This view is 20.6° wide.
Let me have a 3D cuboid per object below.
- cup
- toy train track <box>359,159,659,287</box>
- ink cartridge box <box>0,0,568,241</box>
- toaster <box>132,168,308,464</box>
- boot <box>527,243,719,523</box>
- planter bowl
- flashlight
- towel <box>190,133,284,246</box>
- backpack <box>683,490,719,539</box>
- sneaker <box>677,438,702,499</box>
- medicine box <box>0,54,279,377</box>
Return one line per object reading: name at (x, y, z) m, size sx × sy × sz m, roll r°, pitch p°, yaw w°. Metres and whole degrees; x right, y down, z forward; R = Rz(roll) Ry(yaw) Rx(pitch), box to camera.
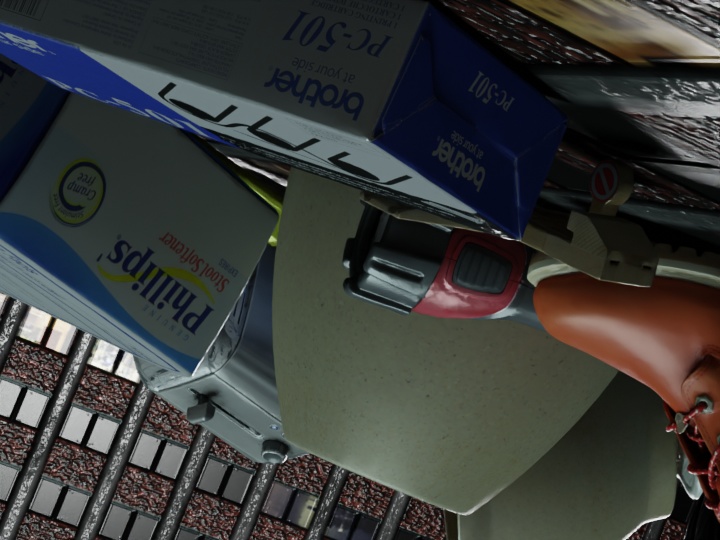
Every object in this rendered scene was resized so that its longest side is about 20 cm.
cup at (0.035, 0.038, 0.995) m, size 0.200 × 0.144 × 0.200 m, roll 22°, pitch 178°, yaw 1°
toy train track at (0.031, -0.041, 0.688) m, size 0.114 × 0.033 × 0.200 m, roll 8°, pitch -167°, yaw -37°
ink cartridge box at (-0.044, -0.068, 0.611) m, size 0.200 × 0.044 × 0.094 m, roll 21°, pitch 175°, yaw 35°
toaster at (-0.067, 0.021, 1.311) m, size 0.113 × 0.200 × 0.129 m, roll -18°, pitch 142°, yaw 42°
boot at (0.149, 0.058, 0.791) m, size 0.200 × 0.107 × 0.075 m, roll 23°, pitch 167°, yaw 8°
planter bowl at (0.116, 0.093, 1.184) m, size 0.134 × 0.201 × 0.200 m, roll -4°, pitch 177°, yaw 0°
flashlight at (0.093, 0.011, 0.876) m, size 0.200 × 0.068 × 0.068 m, roll 19°, pitch 145°, yaw -14°
towel at (-0.097, -0.062, 1.077) m, size 0.200 × 0.018 × 0.086 m, roll 35°, pitch 172°, yaw -31°
backpack at (0.215, 0.127, 0.930) m, size 0.153 × 0.163 × 0.200 m, roll 11°, pitch -148°, yaw -2°
sneaker at (0.245, 0.095, 1.185) m, size 0.118 × 0.074 × 0.200 m, roll 1°, pitch -169°, yaw 1°
medicine box at (-0.176, -0.051, 1.009) m, size 0.200 × 0.103 × 0.182 m, roll 21°, pitch 167°, yaw 36°
